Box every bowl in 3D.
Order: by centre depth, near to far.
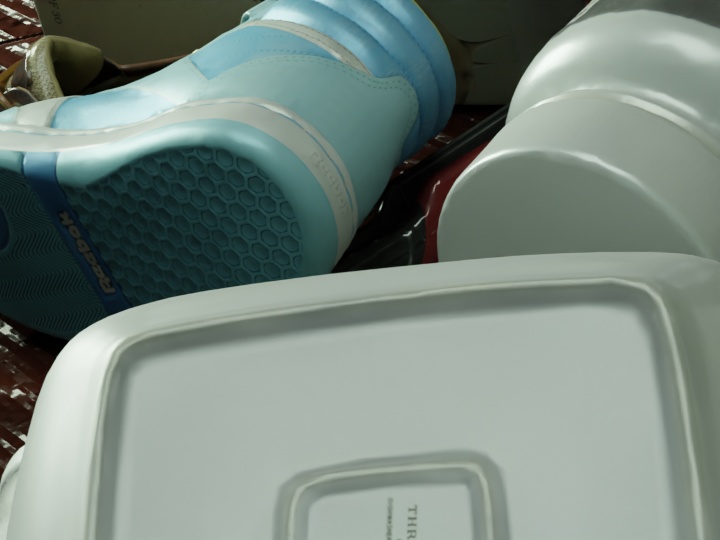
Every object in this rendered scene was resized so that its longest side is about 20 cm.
[{"bbox_3d":[0.012,0.079,0.518,0.199,0.075,0.201,-5,57,7],"label":"bowl"}]

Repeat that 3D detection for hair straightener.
[{"bbox_3d":[0.000,0.000,0.778,0.200,0.041,0.077,-38,18,-25],"label":"hair straightener"}]

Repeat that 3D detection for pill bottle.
[{"bbox_3d":[0.113,-0.045,0.714,0.113,0.114,0.200,9,38,34],"label":"pill bottle"}]

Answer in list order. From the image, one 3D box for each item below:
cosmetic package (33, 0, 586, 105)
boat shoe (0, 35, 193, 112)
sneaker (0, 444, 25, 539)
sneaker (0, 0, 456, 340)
[{"bbox_3d":[-0.025,-0.121,0.911,0.199,0.104,0.073,1,34,27],"label":"cosmetic package"},{"bbox_3d":[-0.104,-0.052,0.860,0.199,0.072,0.072,-5,32,16],"label":"boat shoe"},{"bbox_3d":[-0.017,0.088,0.603,0.199,0.071,0.099,-5,36,23],"label":"sneaker"},{"bbox_3d":[-0.051,-0.044,0.787,0.200,0.080,0.131,1,35,43],"label":"sneaker"}]
